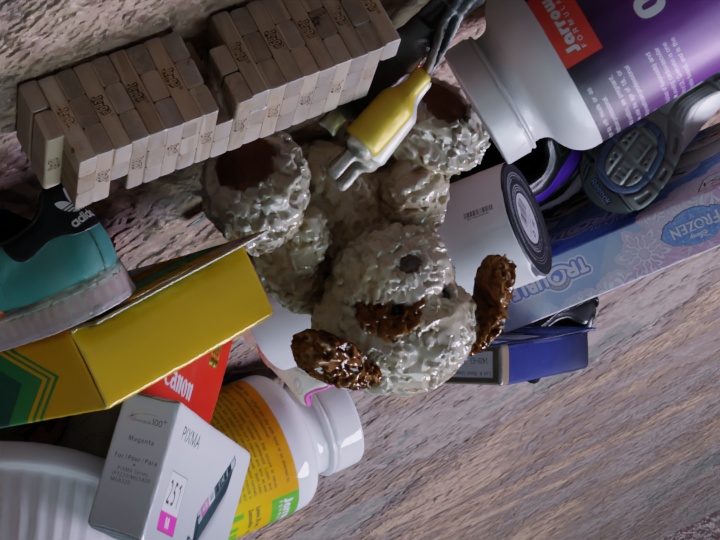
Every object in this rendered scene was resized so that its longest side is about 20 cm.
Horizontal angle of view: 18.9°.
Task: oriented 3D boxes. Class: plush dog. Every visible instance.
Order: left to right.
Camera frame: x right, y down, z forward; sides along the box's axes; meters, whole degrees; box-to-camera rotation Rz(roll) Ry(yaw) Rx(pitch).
[{"bbox_3d":[0.000,0.000,1.324,0.199,0.172,0.161,-20,159,-31],"label":"plush dog"}]

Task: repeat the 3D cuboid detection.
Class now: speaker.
[{"bbox_3d":[0.021,-0.001,1.432,0.199,0.082,0.081,-21,166,20],"label":"speaker"}]

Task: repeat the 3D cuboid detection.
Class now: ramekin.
[{"bbox_3d":[-0.242,0.201,1.485,0.201,0.095,0.203,-2,149,-1],"label":"ramekin"}]

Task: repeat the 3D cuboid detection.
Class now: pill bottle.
[{"bbox_3d":[-0.102,0.147,1.658,0.199,0.111,0.111,-22,161,-23],"label":"pill bottle"},{"bbox_3d":[0.152,-0.147,1.270,0.199,0.113,0.112,-31,162,3],"label":"pill bottle"}]

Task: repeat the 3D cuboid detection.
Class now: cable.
[{"bbox_3d":[0.048,-0.129,1.222,0.200,0.050,0.097,-43,-174,7],"label":"cable"}]

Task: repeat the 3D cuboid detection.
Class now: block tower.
[{"bbox_3d":[-0.079,-0.096,1.141,0.199,0.054,0.058,-23,162,-20],"label":"block tower"}]

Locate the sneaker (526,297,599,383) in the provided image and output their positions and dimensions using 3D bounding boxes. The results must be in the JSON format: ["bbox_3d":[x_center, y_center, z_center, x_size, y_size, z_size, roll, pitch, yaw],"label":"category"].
[{"bbox_3d":[0.091,0.047,1.692,0.199,0.112,0.077,-28,162,-6],"label":"sneaker"}]

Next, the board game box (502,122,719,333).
[{"bbox_3d":[0.202,-0.042,1.549,0.199,0.044,0.199,-24,-168,26],"label":"board game box"}]

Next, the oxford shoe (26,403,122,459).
[{"bbox_3d":[-0.174,0.114,1.519,0.070,0.074,0.200,-16,157,-37],"label":"oxford shoe"}]

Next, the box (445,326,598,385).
[{"bbox_3d":[0.083,0.059,1.533,0.120,0.033,0.200,0,-177,27],"label":"box"}]

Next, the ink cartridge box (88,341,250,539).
[{"bbox_3d":[-0.115,0.108,1.465,0.043,0.175,0.200,13,169,14],"label":"ink cartridge box"}]

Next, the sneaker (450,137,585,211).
[{"bbox_3d":[0.067,-0.044,1.491,0.200,0.070,0.099,-42,159,9],"label":"sneaker"}]

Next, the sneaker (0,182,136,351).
[{"bbox_3d":[-0.218,0.007,1.195,0.199,0.080,0.071,-19,-169,27],"label":"sneaker"}]

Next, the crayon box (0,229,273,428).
[{"bbox_3d":[-0.140,0.038,1.256,0.125,0.052,0.200,-29,-172,-33],"label":"crayon box"}]

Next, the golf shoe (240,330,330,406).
[{"bbox_3d":[0.002,0.046,1.586,0.199,0.092,0.075,-15,156,-42],"label":"golf shoe"}]

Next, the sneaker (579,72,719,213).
[{"bbox_3d":[0.219,-0.128,1.477,0.200,0.074,0.087,-49,178,6],"label":"sneaker"}]
